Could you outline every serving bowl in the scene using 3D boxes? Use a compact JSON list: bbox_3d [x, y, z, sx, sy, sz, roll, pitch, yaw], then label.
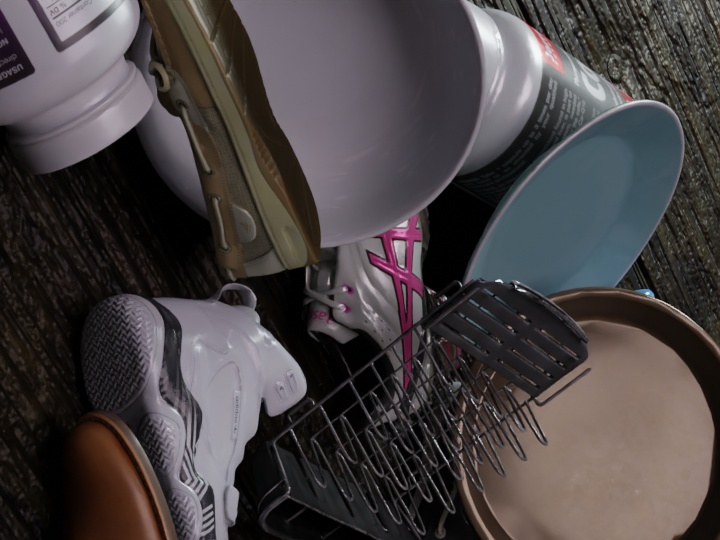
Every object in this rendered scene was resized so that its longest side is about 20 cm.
[{"bbox_3d":[-0.031,-0.115,1.035,0.201,0.199,0.066,59,11,-26],"label":"serving bowl"}]

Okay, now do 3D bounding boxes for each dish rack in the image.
[{"bbox_3d":[0.043,0.091,1.066,0.153,0.200,0.055,32,24,-50],"label":"dish rack"}]

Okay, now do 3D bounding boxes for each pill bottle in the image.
[{"bbox_3d":[-0.183,-0.151,0.897,0.113,0.112,0.201,-49,122,-39],"label":"pill bottle"},{"bbox_3d":[0.096,-0.102,1.204,0.199,0.113,0.115,26,67,-44],"label":"pill bottle"}]

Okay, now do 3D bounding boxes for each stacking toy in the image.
[{"bbox_3d":[0.199,0.125,1.228,0.109,0.116,0.200,-33,76,-25],"label":"stacking toy"}]

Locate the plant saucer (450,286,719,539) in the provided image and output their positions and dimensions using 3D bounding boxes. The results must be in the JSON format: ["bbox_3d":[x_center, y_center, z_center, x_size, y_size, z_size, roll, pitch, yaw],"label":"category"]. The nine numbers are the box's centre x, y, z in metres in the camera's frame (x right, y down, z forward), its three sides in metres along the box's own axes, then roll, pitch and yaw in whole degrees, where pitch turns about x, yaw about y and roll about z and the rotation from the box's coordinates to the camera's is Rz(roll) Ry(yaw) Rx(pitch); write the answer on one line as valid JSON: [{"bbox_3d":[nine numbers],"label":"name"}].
[{"bbox_3d":[0.152,0.111,1.165,0.198,0.029,0.202,1,82,-9],"label":"plant saucer"}]

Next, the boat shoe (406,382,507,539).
[{"bbox_3d":[0.071,0.168,1.186,0.074,0.060,0.201,34,61,-42],"label":"boat shoe"}]

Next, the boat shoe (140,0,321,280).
[{"bbox_3d":[-0.081,-0.080,0.977,0.073,0.063,0.201,-90,160,-51],"label":"boat shoe"}]

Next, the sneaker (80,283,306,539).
[{"bbox_3d":[-0.081,0.104,1.011,0.114,0.075,0.202,-14,94,-46],"label":"sneaker"}]

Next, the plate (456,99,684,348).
[{"bbox_3d":[0.128,-0.028,1.162,0.200,0.026,0.201,-33,147,-24],"label":"plate"}]

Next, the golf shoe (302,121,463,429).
[{"bbox_3d":[0.000,0.000,1.116,0.092,0.072,0.201,-35,112,-43],"label":"golf shoe"}]

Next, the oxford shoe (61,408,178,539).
[{"bbox_3d":[-0.137,0.174,0.948,0.071,0.071,0.202,-7,93,-45],"label":"oxford shoe"}]
